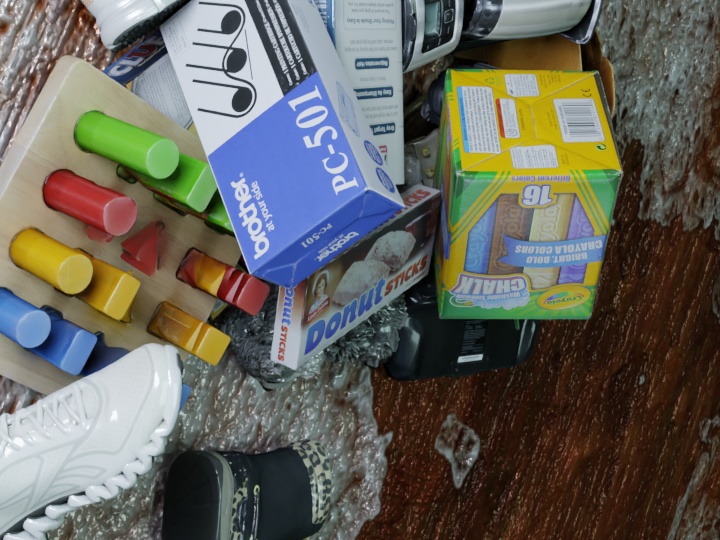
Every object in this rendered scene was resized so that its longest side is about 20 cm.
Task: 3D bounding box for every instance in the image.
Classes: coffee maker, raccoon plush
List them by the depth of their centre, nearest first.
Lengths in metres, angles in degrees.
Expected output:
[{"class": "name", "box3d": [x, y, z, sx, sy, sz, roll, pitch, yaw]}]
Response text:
[{"class": "raccoon plush", "box3d": [-0.037, -0.001, 1.164, 0.134, 0.097, 0.201, -1, 101, -48]}, {"class": "coffee maker", "box3d": [0.060, -0.224, 1.181, 0.199, 0.192, 0.135, -15, 98, -29]}]

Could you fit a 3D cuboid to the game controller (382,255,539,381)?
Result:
[{"class": "game controller", "box3d": [0.091, 0.039, 1.276, 0.200, 0.042, 0.105, -2, 113, -48]}]

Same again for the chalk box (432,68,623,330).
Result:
[{"class": "chalk box", "box3d": [0.119, -0.042, 1.170, 0.200, 0.123, 0.125, 95, -6, -45]}]

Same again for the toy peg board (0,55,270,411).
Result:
[{"class": "toy peg board", "box3d": [-0.143, 0.001, 0.976, 0.200, 0.098, 0.200, 33, 82, -46]}]

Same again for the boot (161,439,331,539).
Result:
[{"class": "boot", "box3d": [-0.090, 0.232, 1.179, 0.154, 0.073, 0.204, -4, 103, -55]}]

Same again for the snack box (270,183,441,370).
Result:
[{"class": "snack box", "box3d": [0.000, 0.000, 1.070, 0.200, 0.024, 0.072, -34, 138, -55]}]

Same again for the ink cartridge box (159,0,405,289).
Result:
[{"class": "ink cartridge box", "box3d": [-0.052, -0.098, 0.933, 0.044, 0.094, 0.200, 23, 38, -53]}]

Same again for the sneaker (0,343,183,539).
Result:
[{"class": "sneaker", "box3d": [-0.192, 0.110, 0.939, 0.200, 0.075, 0.081, -39, 130, 18]}]

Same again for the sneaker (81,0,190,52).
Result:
[{"class": "sneaker", "box3d": [-0.122, -0.219, 0.998, 0.080, 0.074, 0.200, 51, 38, -6]}]

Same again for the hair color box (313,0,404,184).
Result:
[{"class": "hair color box", "box3d": [-0.018, -0.155, 1.032, 0.100, 0.060, 0.201, -16, 106, -60]}]

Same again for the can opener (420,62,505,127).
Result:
[{"class": "can opener", "box3d": [0.104, -0.096, 1.242, 0.063, 0.078, 0.200, -51, 144, -19]}]

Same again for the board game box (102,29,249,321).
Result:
[{"class": "board game box", "box3d": [-0.106, -0.084, 1.091, 0.135, 0.035, 0.200, -44, 133, -36]}]

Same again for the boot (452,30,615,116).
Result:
[{"class": "boot", "box3d": [0.161, -0.141, 1.338, 0.071, 0.144, 0.202, -46, 134, -34]}]

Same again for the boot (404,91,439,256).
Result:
[{"class": "boot", "box3d": [0.051, -0.046, 1.285, 0.200, 0.072, 0.155, -54, 137, -29]}]
